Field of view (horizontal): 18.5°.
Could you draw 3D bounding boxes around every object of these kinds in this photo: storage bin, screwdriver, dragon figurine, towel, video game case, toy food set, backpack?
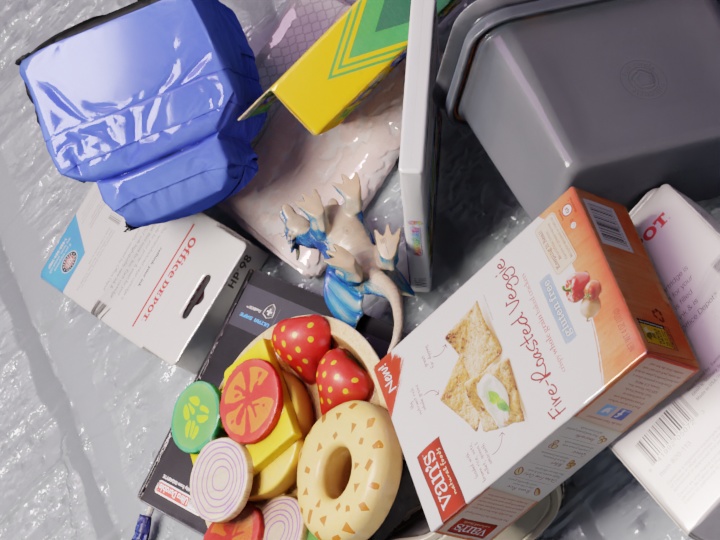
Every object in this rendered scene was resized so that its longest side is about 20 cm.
[{"bbox_3d":[0.166,-0.104,1.468,0.146,0.199,0.135,108,144,-54],"label":"storage bin"},{"bbox_3d":[-0.162,0.173,1.704,0.029,0.028,0.201,11,78,14],"label":"screwdriver"},{"bbox_3d":[0.000,0.000,1.585,0.059,0.100,0.200,-28,54,-11],"label":"dragon figurine"},{"bbox_3d":[-0.037,-0.115,1.745,0.191,0.032,0.200,36,94,44],"label":"towel"},{"bbox_3d":[0.044,-0.089,1.562,0.018,0.200,0.144,2,66,5],"label":"video game case"},{"bbox_3d":[-0.052,0.129,1.541,0.198,0.049,0.200,-42,53,28],"label":"toy food set"},{"bbox_3d":[-0.157,-0.122,1.692,0.162,0.200,0.168,-16,94,7],"label":"backpack"}]

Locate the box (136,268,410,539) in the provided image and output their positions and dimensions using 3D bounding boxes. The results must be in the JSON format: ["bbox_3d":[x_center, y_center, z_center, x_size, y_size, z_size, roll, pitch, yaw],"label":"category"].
[{"bbox_3d":[-0.050,0.118,1.627,0.200,0.050,0.199,23,83,45],"label":"box"}]

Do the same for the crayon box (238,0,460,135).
[{"bbox_3d":[0.005,-0.167,1.630,0.200,0.126,0.052,-44,91,10],"label":"crayon box"}]

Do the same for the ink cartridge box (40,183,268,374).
[{"bbox_3d":[-0.155,0.003,1.758,0.200,0.067,0.116,31,89,45],"label":"ink cartridge box"}]

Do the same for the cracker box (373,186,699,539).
[{"bbox_3d":[0.106,0.062,1.401,0.200,0.058,0.134,-44,49,30],"label":"cracker box"}]

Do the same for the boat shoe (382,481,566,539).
[{"bbox_3d":[0.063,0.186,1.504,0.200,0.073,0.063,-40,5,25],"label":"boat shoe"}]

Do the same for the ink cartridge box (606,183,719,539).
[{"bbox_3d":[0.219,0.063,1.400,0.147,0.083,0.200,-49,46,11],"label":"ink cartridge box"}]
